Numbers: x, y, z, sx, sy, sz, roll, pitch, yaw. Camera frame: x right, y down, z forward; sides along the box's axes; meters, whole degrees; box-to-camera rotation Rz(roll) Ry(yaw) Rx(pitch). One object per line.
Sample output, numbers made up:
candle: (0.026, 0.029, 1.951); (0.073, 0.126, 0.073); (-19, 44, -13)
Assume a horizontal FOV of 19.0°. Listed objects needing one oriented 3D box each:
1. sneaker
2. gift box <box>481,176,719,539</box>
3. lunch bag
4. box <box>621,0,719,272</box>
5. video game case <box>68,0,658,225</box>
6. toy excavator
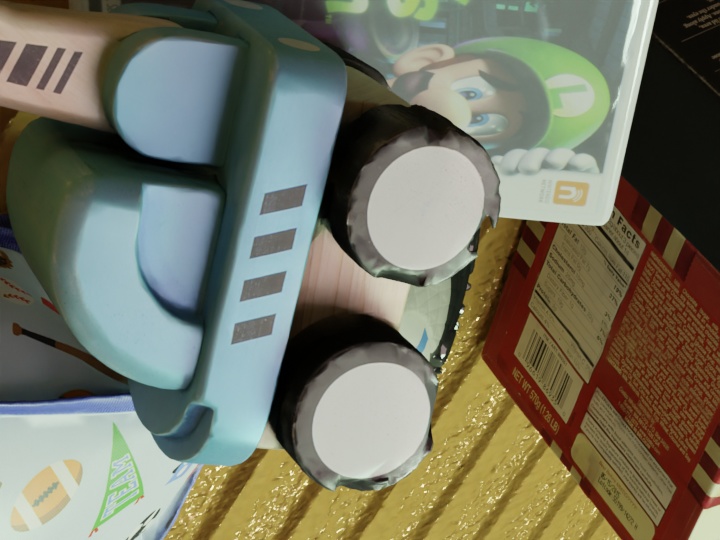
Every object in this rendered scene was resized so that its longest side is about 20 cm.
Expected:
sneaker: (0.000, 0.000, 0.859); (0.200, 0.072, 0.072); (23, 82, -71)
gift box: (0.180, 0.021, 0.994); (0.186, 0.185, 0.201); (-13, 143, -29)
lunch bag: (-0.142, 0.073, 0.702); (0.199, 0.124, 0.171); (4, 124, -45)
box: (0.194, -0.091, 0.893); (0.199, 0.141, 0.079); (-24, 145, -31)
video game case: (0.001, -0.092, 0.656); (0.181, 0.023, 0.201); (4, 139, -1)
toy excavator: (-0.068, -0.042, 0.594); (0.199, 0.100, 0.196); (6, 108, -25)
